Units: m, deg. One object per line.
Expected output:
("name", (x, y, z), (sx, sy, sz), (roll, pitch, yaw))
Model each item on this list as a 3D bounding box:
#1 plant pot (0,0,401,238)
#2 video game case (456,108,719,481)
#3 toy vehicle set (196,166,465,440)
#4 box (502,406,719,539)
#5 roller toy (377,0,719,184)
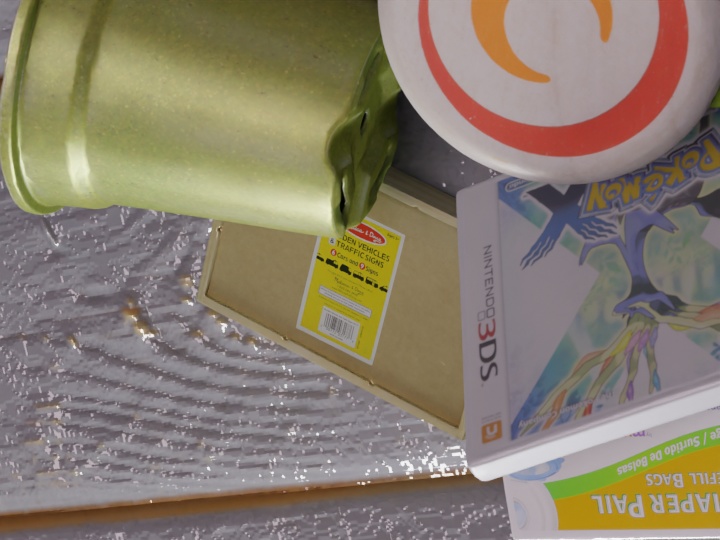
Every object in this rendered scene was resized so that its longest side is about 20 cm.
("plant pot", (-0.075, -0.104, 1.436), (0.183, 0.200, 0.201), (17, 112, 13))
("video game case", (0.141, 0.001, 1.333), (0.199, 0.022, 0.183), (-20, 48, 23))
("toy vehicle set", (0.000, 0.000, 1.515), (0.199, 0.026, 0.125), (27, 116, 25))
("box", (0.179, 0.076, 1.369), (0.199, 0.101, 0.113), (-5, 99, 34))
("roller toy", (0.107, -0.151, 1.323), (0.182, 0.140, 0.200), (-31, 103, 28))
